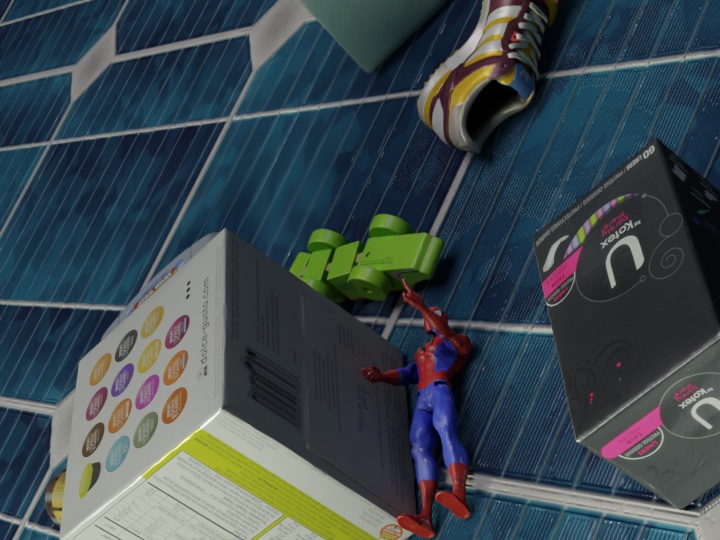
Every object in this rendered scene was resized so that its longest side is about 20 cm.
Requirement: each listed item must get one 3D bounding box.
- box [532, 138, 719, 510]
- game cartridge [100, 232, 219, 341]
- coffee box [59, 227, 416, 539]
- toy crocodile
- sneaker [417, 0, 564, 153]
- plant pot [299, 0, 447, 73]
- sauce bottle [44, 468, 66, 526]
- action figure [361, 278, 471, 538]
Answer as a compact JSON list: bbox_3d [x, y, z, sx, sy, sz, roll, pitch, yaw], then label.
[{"bbox_3d":[0.201,0.032,1.175,0.122,0.106,0.201,-41,32,25],"label":"box"},{"bbox_3d":[-0.198,0.054,1.826,0.200,0.041,0.134,-42,36,23],"label":"game cartridge"},{"bbox_3d":[-0.097,0.135,1.419,0.197,0.199,0.201,-39,32,28],"label":"coffee box"},{"bbox_3d":[0.000,0.000,1.568,0.199,0.062,0.068,-11,50,46],"label":"toy crocodile"},{"bbox_3d":[0.134,-0.191,1.553,0.201,0.075,0.090,-58,36,8],"label":"sneaker"},{"bbox_3d":[0.021,-0.362,1.777,0.199,0.196,0.197,-32,35,21],"label":"plant pot"},{"bbox_3d":[-0.224,0.215,1.671,0.199,0.065,0.065,-5,56,53],"label":"sauce bottle"},{"bbox_3d":[0.040,0.093,1.370,0.065,0.099,0.201,-33,33,32],"label":"action figure"}]
